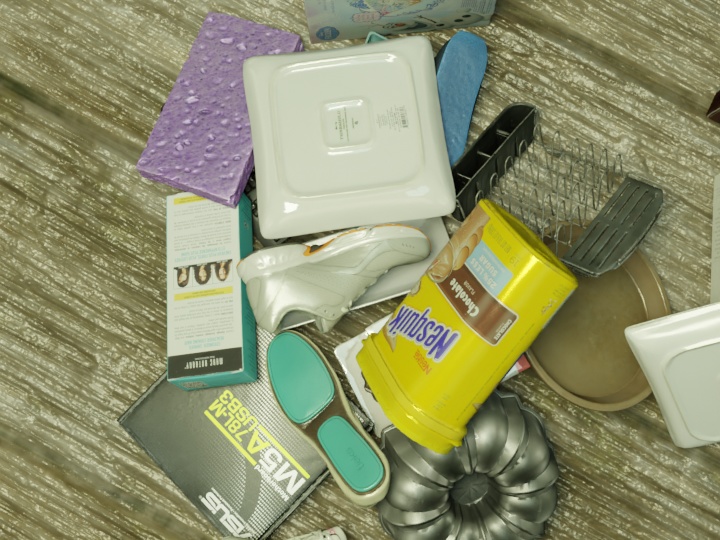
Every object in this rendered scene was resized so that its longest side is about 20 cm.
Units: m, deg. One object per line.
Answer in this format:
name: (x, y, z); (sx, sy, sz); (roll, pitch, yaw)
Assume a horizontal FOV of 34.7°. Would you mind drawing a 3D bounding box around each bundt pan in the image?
bundt pan: (0.111, 0.220, 1.155); (0.200, 0.076, 0.204); (-3, 107, -10)

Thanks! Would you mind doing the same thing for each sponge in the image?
sponge: (-0.145, -0.171, 1.207); (0.111, 0.030, 0.201); (17, 72, 13)

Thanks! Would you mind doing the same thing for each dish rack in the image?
dish rack: (0.198, -0.079, 1.165); (0.199, 0.055, 0.154); (26, 61, 30)

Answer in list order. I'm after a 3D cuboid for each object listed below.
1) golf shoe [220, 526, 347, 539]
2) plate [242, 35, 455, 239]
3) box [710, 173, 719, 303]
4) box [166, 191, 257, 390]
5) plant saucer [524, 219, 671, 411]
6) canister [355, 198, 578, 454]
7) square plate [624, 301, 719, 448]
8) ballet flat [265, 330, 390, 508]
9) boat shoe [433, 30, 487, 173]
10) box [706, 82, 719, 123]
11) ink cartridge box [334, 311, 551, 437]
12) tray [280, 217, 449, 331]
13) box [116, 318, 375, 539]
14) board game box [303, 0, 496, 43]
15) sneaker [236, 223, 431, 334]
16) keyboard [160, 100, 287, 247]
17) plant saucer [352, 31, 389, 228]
golf shoe: (-0.058, 0.295, 1.164); (0.199, 0.072, 0.093); (27, 82, -31)
plate: (-0.014, -0.141, 1.157); (0.198, 0.032, 0.201); (-7, 73, -1)
box: (0.435, -0.003, 1.189); (0.123, 0.097, 0.202); (3, 87, 1)
box: (-0.153, 0.017, 1.186); (0.082, 0.049, 0.202); (-8, 70, 12)
plant saucer: (0.234, 0.047, 1.185); (0.199, 0.029, 0.202); (8, 71, -23)
canister: (0.097, 0.048, 1.075); (0.086, 0.149, 0.200); (30, 104, -30)
square plate: (0.380, 0.101, 1.126); (0.197, 0.200, 0.029); (-17, 41, 20)
ballet flat: (-0.032, 0.150, 1.146); (0.069, 0.070, 0.201); (-31, 63, -1)
boat shoe: (0.083, -0.151, 1.221); (0.084, 0.069, 0.201); (30, 83, -8)
box: (0.490, -0.206, 1.168); (0.199, 0.164, 0.167); (22, 87, 2)
ink cartridge box: (0.082, 0.084, 1.202); (0.199, 0.067, 0.117); (-28, 87, -1)
tray: (0.000, 0.000, 1.213); (0.198, 0.022, 0.108); (-17, 51, 0)
box: (-0.118, 0.160, 1.207); (0.193, 0.048, 0.200); (-44, 83, -5)
board game box: (0.040, -0.286, 1.161); (0.197, 0.200, 0.044); (-7, 84, 0)
sneaker: (-0.020, 0.013, 1.159); (0.198, 0.076, 0.093); (-12, 80, -11)
keyboard: (-0.121, -0.128, 1.233); (0.104, 0.040, 0.200); (-39, 87, -1)
plant saucer: (0.002, -0.150, 1.234); (0.070, 0.019, 0.201); (23, 84, -15)
